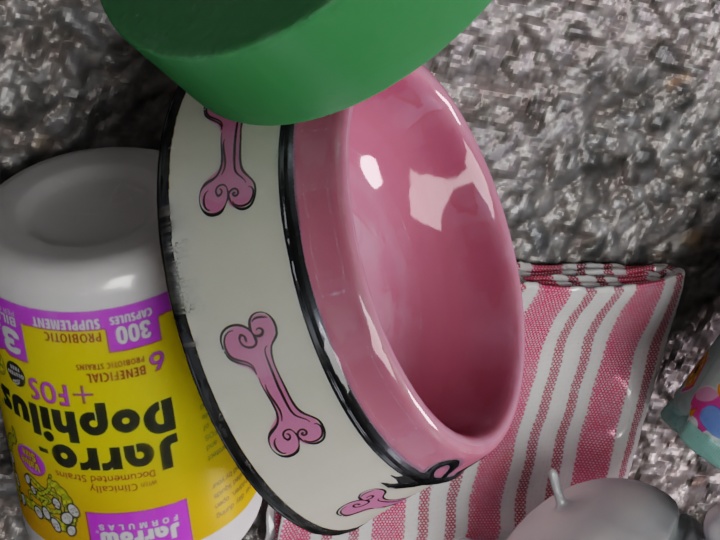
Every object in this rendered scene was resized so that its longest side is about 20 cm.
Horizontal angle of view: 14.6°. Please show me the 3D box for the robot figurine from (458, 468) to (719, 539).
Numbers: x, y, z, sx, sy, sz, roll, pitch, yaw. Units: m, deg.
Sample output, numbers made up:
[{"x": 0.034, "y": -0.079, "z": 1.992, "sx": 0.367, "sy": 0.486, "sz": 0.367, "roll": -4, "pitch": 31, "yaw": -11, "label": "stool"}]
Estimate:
[{"x": 0.137, "y": 0.176, "z": 1.297, "sx": 0.200, "sy": 0.113, "sz": 0.170, "roll": 44, "pitch": 117, "yaw": -6, "label": "robot figurine"}]

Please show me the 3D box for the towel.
[{"x": 0.055, "y": 0.067, "z": 1.296, "sx": 0.199, "sy": 0.030, "sz": 0.147, "roll": -1, "pitch": 117, "yaw": -30, "label": "towel"}]

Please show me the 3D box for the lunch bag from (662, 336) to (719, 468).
[{"x": 0.266, "y": 0.065, "z": 1.290, "sx": 0.200, "sy": 0.122, "sz": 0.171, "roll": 38, "pitch": 92, "yaw": 2, "label": "lunch bag"}]

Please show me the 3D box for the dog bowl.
[{"x": 0.000, "y": 0.000, "z": 1.118, "sx": 0.073, "sy": 0.201, "sz": 0.200, "roll": -15, "pitch": 132, "yaw": 23, "label": "dog bowl"}]

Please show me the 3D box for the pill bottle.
[{"x": -0.096, "y": 0.058, "z": 1.157, "sx": 0.104, "sy": 0.104, "sz": 0.201, "roll": -20, "pitch": 124, "yaw": -19, "label": "pill bottle"}]

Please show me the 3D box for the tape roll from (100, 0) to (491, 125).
[{"x": -0.010, "y": -0.151, "z": 1.029, "sx": 0.201, "sy": 0.200, "sz": 0.048, "roll": -48, "pitch": 128, "yaw": 3, "label": "tape roll"}]
